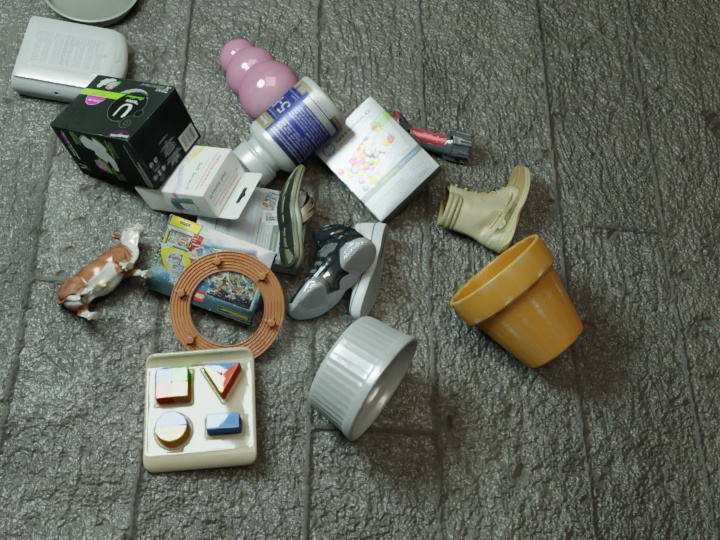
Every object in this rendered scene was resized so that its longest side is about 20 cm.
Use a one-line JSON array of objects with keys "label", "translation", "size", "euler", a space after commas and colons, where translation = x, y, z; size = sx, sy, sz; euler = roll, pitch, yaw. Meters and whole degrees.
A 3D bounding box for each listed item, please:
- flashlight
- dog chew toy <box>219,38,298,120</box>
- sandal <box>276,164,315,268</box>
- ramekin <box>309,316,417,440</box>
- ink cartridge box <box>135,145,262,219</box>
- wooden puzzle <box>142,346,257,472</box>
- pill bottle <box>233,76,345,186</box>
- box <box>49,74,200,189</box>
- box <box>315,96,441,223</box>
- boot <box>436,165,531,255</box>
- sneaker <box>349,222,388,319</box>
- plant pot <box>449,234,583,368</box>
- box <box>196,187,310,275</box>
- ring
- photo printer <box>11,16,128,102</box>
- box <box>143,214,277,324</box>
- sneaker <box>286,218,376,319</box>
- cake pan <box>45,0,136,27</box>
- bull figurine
[{"label": "flashlight", "translation": [0.127, -0.276, 1.815], "size": [0.200, 0.068, 0.068], "euler": [12, 67, -3]}, {"label": "dog chew toy", "translation": [-0.208, -0.384, 1.781], "size": [0.124, 0.125, 0.200], "euler": [-31, 65, -22]}, {"label": "sandal", "translation": [-0.113, -0.095, 1.638], "size": [0.057, 0.080, 0.201], "euler": [8, 68, -26]}, {"label": "ramekin", "translation": [0.001, 0.173, 1.498], "size": [0.098, 0.201, 0.201], "euler": [31, 62, 15]}, {"label": "ink cartridge box", "translation": [-0.293, -0.164, 1.633], "size": [0.200, 0.067, 0.117], "euler": [9, 58, 27]}, {"label": "wooden puzzle", "translation": [-0.267, 0.225, 1.489], "size": [0.185, 0.046, 0.200], "euler": [-4, 65, -3]}, {"label": "pill bottle", "translation": [-0.138, -0.258, 1.702], "size": [0.200, 0.120, 0.120], "euler": [-42, 76, 0]}, {"label": "box", "translation": [-0.423, -0.253, 1.628], "size": [0.200, 0.124, 0.149], "euler": [14, 56, 29]}, {"label": "box", "translation": [0.033, -0.213, 1.738], "size": [0.156, 0.041, 0.200], "euler": [-43, 75, 3]}, {"label": "boot", "translation": [0.242, -0.144, 1.766], "size": [0.155, 0.073, 0.200], "euler": [22, 67, -2]}, {"label": "sneaker", "translation": [0.000, 0.000, 1.661], "size": [0.071, 0.073, 0.200], "euler": [5, 59, 17]}, {"label": "plant pot", "translation": [0.294, 0.068, 1.616], "size": [0.200, 0.200, 0.183], "euler": [-40, 92, -25]}, {"label": "box", "translation": [-0.202, -0.082, 1.672], "size": [0.199, 0.041, 0.156], "euler": [10, 62, -6]}, {"label": "ring", "translation": [-0.231, 0.065, 1.561], "size": [0.200, 0.019, 0.201], "euler": [0, 87, -2]}, {"label": "photo printer", "translation": [-0.557, -0.404, 1.751], "size": [0.199, 0.069, 0.167], "euler": [8, 62, -7]}, {"label": "box", "translation": [-0.264, -0.001, 1.592], "size": [0.200, 0.038, 0.137], "euler": [20, 86, -1]}, {"label": "sneaker", "translation": [-0.066, -0.005, 1.626], "size": [0.200, 0.075, 0.114], "euler": [-43, 46, 9]}, {"label": "cake pan", "translation": [-0.555, -0.580, 1.858], "size": [0.200, 0.037, 0.201], "euler": [4, 63, -8]}, {"label": "bull figurine", "translation": [-0.434, 0.003, 1.560], "size": [0.200, 0.065, 0.121], "euler": [-45, 36, -18]}]
